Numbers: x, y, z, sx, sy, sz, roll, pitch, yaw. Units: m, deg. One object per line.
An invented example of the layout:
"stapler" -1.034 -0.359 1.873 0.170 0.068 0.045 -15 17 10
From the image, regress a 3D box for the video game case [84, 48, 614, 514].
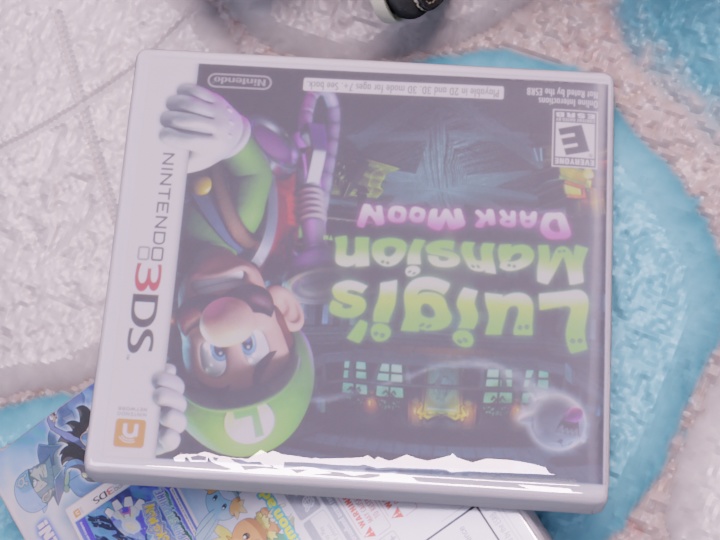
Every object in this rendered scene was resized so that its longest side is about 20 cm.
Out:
"video game case" 0.000 0.000 0.711 0.199 0.023 0.183 3 68 2

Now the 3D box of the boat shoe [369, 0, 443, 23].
"boat shoe" 0.058 -0.192 0.749 0.066 0.075 0.200 12 70 22

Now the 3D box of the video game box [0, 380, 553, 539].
"video game box" -0.031 0.109 0.729 0.182 0.047 0.200 -35 71 4
